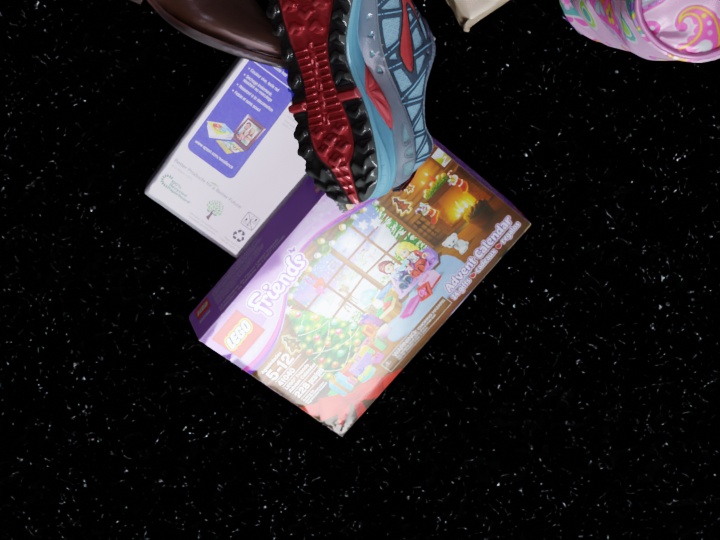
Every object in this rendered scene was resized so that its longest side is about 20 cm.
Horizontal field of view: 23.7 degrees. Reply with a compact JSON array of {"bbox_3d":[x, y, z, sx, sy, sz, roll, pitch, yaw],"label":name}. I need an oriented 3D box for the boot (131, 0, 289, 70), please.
[{"bbox_3d":[-0.073,-0.244,1.075,0.186,0.064,0.201,29,98,10],"label":"boot"}]

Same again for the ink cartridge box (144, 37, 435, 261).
[{"bbox_3d":[-0.048,-0.105,1.144,0.099,0.039,0.200,36,101,-12],"label":"ink cartridge box"}]

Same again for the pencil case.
[{"bbox_3d":[0.177,-0.176,1.058,0.087,0.200,0.088,-2,103,-8],"label":"pencil case"}]

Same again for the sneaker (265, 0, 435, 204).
[{"bbox_3d":[-0.001,-0.145,1.052,0.079,0.095,0.201,2,103,40],"label":"sneaker"}]

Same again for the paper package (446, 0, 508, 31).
[{"bbox_3d":[0.089,-0.283,1.034,0.200,0.104,0.191,-35,104,7],"label":"paper package"}]

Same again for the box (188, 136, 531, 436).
[{"bbox_3d":[0.000,0.000,1.154,0.137,0.039,0.200,36,100,-29],"label":"box"}]
